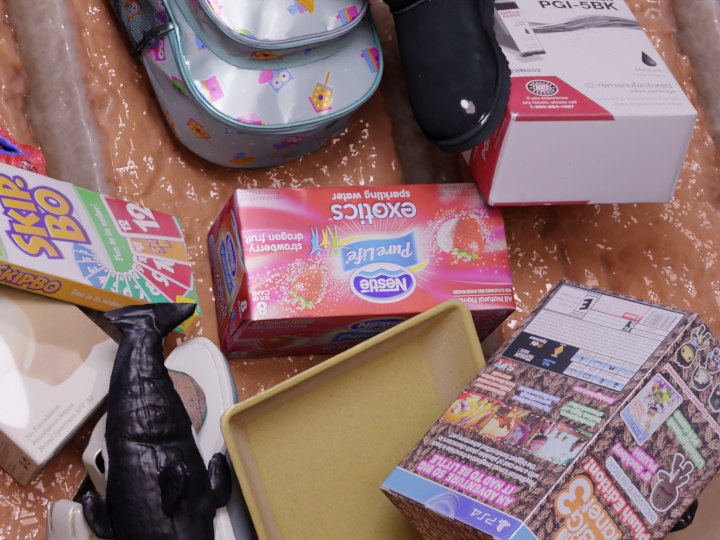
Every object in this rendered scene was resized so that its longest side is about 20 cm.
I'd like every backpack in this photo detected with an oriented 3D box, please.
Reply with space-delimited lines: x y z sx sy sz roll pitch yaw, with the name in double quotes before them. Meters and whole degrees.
"backpack" -0.074 -0.181 1.537 0.176 0.153 0.200 -16 84 -27

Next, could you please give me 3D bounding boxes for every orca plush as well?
"orca plush" -0.116 0.120 1.379 0.105 0.071 0.200 8 85 -30

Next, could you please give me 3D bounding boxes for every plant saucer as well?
"plant saucer" 0.007 0.142 1.473 0.200 0.048 0.200 -25 109 -24

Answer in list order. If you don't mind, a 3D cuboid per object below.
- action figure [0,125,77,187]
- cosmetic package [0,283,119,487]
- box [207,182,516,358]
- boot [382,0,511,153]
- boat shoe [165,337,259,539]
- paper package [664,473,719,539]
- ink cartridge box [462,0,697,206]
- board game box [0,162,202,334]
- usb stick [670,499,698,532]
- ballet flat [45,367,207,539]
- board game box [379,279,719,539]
"action figure" -0.289 -0.084 1.492 0.200 0.052 0.065 22 63 -12
"cosmetic package" -0.260 0.038 1.444 0.200 0.071 0.105 41 65 -1
"box" 0.000 0.000 1.525 0.200 0.095 0.100 -2 72 -18
"boot" 0.030 -0.194 1.464 0.162 0.073 0.198 42 34 -39
"boat shoe" -0.101 0.146 1.476 0.062 0.073 0.200 29 47 -54
"paper package" 0.282 0.239 1.529 0.190 0.103 0.200 -17 77 -21
"ink cartridge box" 0.138 -0.139 1.569 0.147 0.083 0.200 -2 39 -18
"board game box" -0.203 -0.021 1.451 0.200 0.030 0.096 15 41 -33
"usb stick" 0.195 0.120 1.513 0.055 0.200 0.033 -11 119 2
"ballet flat" -0.171 0.150 1.422 0.068 0.067 0.200 13 71 34
"board game box" 0.141 0.119 1.425 0.200 0.159 0.097 -48 117 -14
